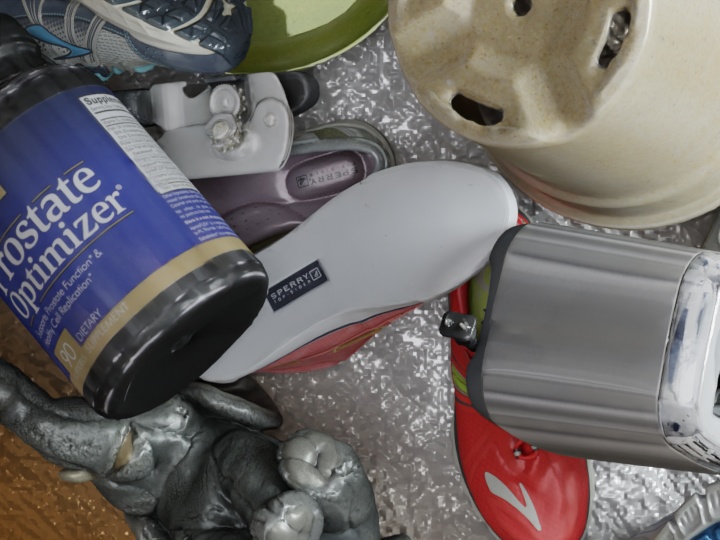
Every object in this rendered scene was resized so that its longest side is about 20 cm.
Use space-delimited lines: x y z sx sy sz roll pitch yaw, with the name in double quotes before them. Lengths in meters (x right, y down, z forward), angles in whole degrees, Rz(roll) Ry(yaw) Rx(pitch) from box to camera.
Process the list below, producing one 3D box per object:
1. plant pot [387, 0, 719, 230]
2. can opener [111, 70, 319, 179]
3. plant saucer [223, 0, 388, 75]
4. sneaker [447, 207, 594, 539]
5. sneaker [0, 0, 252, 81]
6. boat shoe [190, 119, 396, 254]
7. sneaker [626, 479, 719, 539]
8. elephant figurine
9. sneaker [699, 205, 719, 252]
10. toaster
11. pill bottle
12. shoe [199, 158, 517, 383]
"plant pot" 0.107 -0.123 1.118 0.200 0.183 0.201 0 89 25
"can opener" -0.119 -0.072 1.221 0.199 0.066 0.053 -5 91 22
"plant saucer" -0.056 -0.206 1.231 0.199 0.031 0.201 0 94 4
"sneaker" 0.077 0.062 1.209 0.077 0.085 0.201 -12 92 6
"sneaker" -0.138 -0.134 1.199 0.199 0.078 0.087 23 130 29
"boat shoe" -0.078 -0.030 1.226 0.201 0.065 0.075 -17 92 5
"sneaker" 0.163 0.170 1.219 0.200 0.087 0.075 -33 81 29
"elephant figurine" -0.092 0.105 1.212 0.200 0.155 0.141 32 59 29
"sneaker" 0.221 -0.040 1.200 0.092 0.076 0.201 -9 92 9
"toaster" 0.144 0.040 1.126 0.129 0.200 0.114 7 81 35
"pill bottle" -0.148 -0.032 1.141 0.112 0.112 0.200 -44 75 6
"shoe" 0.000 0.000 1.194 0.200 0.091 0.072 -27 81 18
